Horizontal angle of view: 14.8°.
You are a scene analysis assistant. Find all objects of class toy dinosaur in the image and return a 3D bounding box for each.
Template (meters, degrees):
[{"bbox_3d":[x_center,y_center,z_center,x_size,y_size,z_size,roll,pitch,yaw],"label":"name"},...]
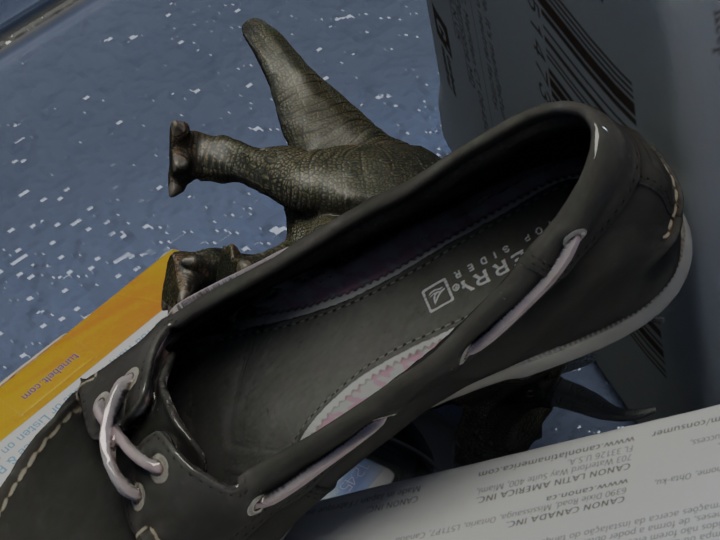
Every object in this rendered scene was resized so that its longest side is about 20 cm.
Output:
[{"bbox_3d":[0.000,0.000,0.769,0.102,0.077,0.200,5,28,-18],"label":"toy dinosaur"}]

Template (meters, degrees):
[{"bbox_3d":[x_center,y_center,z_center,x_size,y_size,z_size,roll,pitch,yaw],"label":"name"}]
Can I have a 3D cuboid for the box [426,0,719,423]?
[{"bbox_3d":[0.121,-0.085,0.769,0.171,0.199,0.200,-22,44,-9],"label":"box"}]

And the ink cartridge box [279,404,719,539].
[{"bbox_3d":[0.035,0.118,0.595,0.161,0.050,0.200,-15,36,24],"label":"ink cartridge box"}]

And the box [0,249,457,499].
[{"bbox_3d":[-0.025,0.080,0.755,0.119,0.041,0.200,-39,52,-25],"label":"box"}]

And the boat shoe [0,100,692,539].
[{"bbox_3d":[-0.016,0.020,0.659,0.200,0.057,0.067,-31,57,6],"label":"boat shoe"}]
